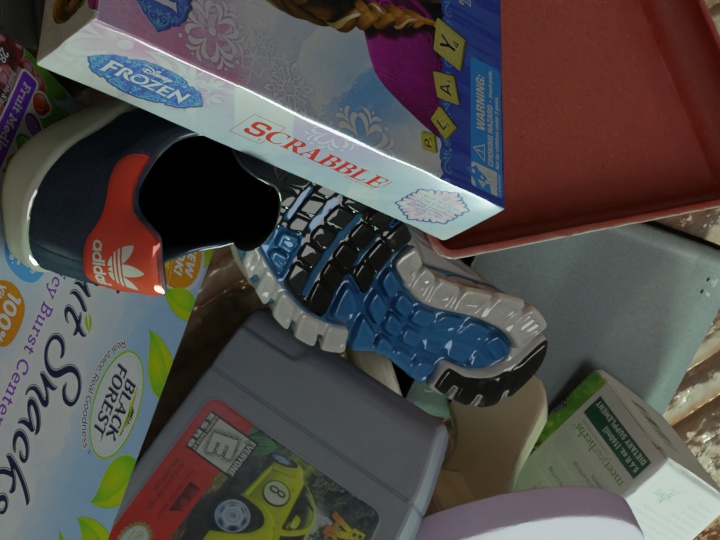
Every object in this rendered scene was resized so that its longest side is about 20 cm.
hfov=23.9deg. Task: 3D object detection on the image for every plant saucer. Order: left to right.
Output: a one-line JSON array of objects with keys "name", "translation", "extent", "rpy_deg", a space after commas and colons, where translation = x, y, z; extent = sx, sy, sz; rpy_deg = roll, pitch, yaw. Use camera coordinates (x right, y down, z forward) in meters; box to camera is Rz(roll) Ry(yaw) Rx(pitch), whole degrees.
[{"name": "plant saucer", "translation": [0.079, -0.104, 0.797], "extent": [0.199, 0.201, 0.037], "rpy_deg": [-11, 162, -29]}]

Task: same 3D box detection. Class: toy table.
[{"name": "toy table", "translation": [0.032, 0.130, 0.888], "extent": [0.199, 0.117, 0.184], "rpy_deg": [-11, 139, -16]}]

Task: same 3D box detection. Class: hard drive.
[{"name": "hard drive", "translation": [0.116, 0.028, 0.968], "extent": [0.200, 0.033, 0.140], "rpy_deg": [16, 106, -38]}]

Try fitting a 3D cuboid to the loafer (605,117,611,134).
[{"name": "loafer", "translation": [0.096, -0.073, 0.846], "extent": [0.200, 0.072, 0.073], "rpy_deg": [-12, 109, -42]}]

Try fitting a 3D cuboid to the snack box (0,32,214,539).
[{"name": "snack box", "translation": [-0.157, 0.025, 0.696], "extent": [0.169, 0.068, 0.200], "rpy_deg": [48, 49, -40]}]

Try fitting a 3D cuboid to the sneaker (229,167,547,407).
[{"name": "sneaker", "translation": [0.000, 0.000, 0.818], "extent": [0.200, 0.087, 0.075], "rpy_deg": [34, 96, -41]}]

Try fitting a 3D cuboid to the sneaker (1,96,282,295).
[{"name": "sneaker", "translation": [-0.054, -0.055, 0.699], "extent": [0.200, 0.084, 0.075], "rpy_deg": [-49, 149, -36]}]

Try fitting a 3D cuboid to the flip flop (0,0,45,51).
[{"name": "flip flop", "translation": [-0.100, -0.136, 0.716], "extent": [0.200, 0.058, 0.081], "rpy_deg": [-7, 126, -52]}]

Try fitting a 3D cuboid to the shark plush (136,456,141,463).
[{"name": "shark plush", "translation": [-0.155, 0.075, 0.794], "extent": [0.200, 0.091, 0.084], "rpy_deg": [22, 72, -35]}]

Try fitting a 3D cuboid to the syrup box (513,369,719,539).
[{"name": "syrup box", "translation": [0.104, 0.162, 0.978], "extent": [0.200, 0.079, 0.081], "rpy_deg": [-45, 135, 12]}]

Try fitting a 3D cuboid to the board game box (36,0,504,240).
[{"name": "board game box", "translation": [-0.026, -0.137, 0.682], "extent": [0.199, 0.201, 0.041], "rpy_deg": [21, 147, -36]}]

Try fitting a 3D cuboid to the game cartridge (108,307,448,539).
[{"name": "game cartridge", "translation": [-0.053, 0.130, 0.800], "extent": [0.200, 0.133, 0.041], "rpy_deg": [-54, 162, -11]}]
